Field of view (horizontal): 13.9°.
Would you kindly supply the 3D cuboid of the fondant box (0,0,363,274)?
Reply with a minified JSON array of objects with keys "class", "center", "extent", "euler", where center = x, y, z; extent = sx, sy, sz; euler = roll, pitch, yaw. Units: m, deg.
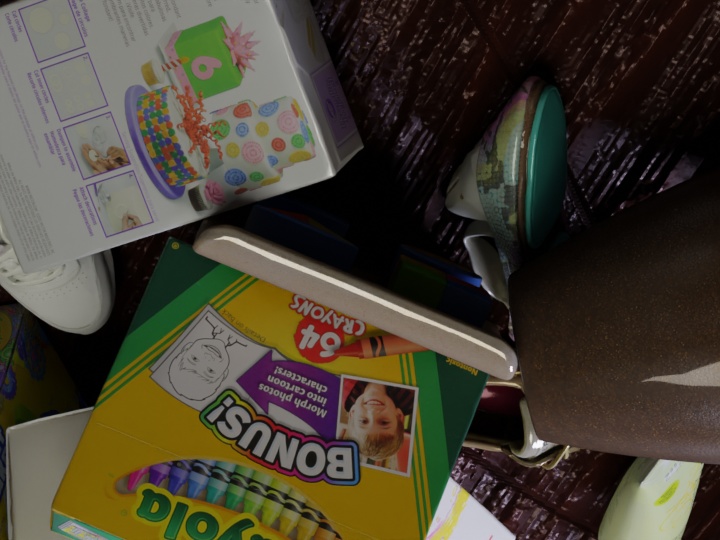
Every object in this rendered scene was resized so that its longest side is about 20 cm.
[{"class":"fondant box","center":[-0.116,-0.097,1.607],"extent":[0.199,0.058,0.145],"euler":[-16,101,23]}]

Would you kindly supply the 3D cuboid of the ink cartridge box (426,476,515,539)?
[{"class":"ink cartridge box","center":[0.017,0.173,1.792],"extent":[0.067,0.117,0.200],"euler":[24,167,43]}]

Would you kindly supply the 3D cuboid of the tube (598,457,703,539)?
[{"class":"tube","center":[0.176,0.131,1.755],"extent":[0.052,0.058,0.200],"euler":[-3,156,-4]}]

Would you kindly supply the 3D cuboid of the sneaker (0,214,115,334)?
[{"class":"sneaker","center":[-0.210,-0.023,1.696],"extent":[0.074,0.100,0.200],"euler":[-18,128,22]}]

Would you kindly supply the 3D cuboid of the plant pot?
[{"class":"plant pot","center":[0.186,0.029,1.608],"extent":[0.199,0.188,0.188],"euler":[-10,130,8]}]

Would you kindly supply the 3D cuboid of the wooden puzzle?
[{"class":"wooden puzzle","center":[0.000,0.000,1.648],"extent":[0.184,0.200,0.047],"euler":[22,92,-3]}]

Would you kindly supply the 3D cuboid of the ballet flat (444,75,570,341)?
[{"class":"ballet flat","center":[0.088,-0.025,1.680],"extent":[0.071,0.069,0.201],"euler":[9,136,27]}]

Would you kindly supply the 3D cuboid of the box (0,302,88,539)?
[{"class":"box","center":[-0.233,0.163,1.797],"extent":[0.121,0.201,0.193],"euler":[-11,128,19]}]

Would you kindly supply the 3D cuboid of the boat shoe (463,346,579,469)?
[{"class":"boat shoe","center":[0.103,0.085,1.767],"extent":[0.199,0.067,0.074],"euler":[7,132,1]}]

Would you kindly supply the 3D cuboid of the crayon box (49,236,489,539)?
[{"class":"crayon box","center":[-0.051,0.101,1.658],"extent":[0.199,0.173,0.058],"euler":[22,158,0]}]

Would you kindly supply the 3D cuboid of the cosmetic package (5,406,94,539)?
[{"class":"cosmetic package","center":[-0.123,0.146,1.781],"extent":[0.103,0.088,0.200],"euler":[-11,162,18]}]
